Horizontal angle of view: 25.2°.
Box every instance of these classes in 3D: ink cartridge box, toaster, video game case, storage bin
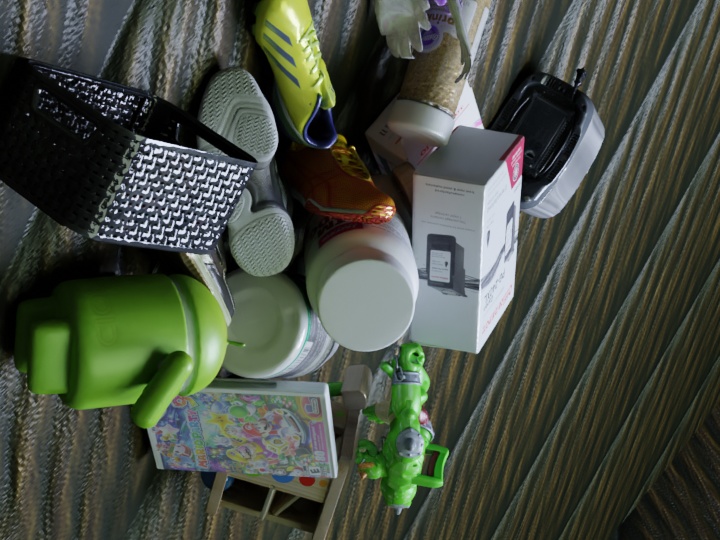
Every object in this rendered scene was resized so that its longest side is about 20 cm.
[{"bbox_3d":[0.114,-0.033,1.723,0.145,0.083,0.202,-50,145,-56],"label":"ink cartridge box"},{"bbox_3d":[0.233,-0.159,2.035,0.201,0.113,0.129,-59,158,1],"label":"toaster"},{"bbox_3d":[-0.127,0.165,1.689,0.144,0.198,0.018,84,11,-46],"label":"video game case"},{"bbox_3d":[-0.196,-0.090,1.330,0.094,0.135,0.200,-61,154,10],"label":"storage bin"},{"bbox_3d":[0.075,-0.152,1.813,0.117,0.067,0.200,-49,154,-12],"label":"ink cartridge box"}]

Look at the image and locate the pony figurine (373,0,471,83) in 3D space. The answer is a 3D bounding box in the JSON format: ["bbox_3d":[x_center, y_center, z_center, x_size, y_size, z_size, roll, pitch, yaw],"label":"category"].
[{"bbox_3d":[0.077,-0.302,1.574,0.199,0.166,0.194,-34,118,-21],"label":"pony figurine"}]

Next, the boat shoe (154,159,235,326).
[{"bbox_3d":[-0.157,-0.025,1.526,0.066,0.071,0.201,-51,139,-23],"label":"boat shoe"}]

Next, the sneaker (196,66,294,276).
[{"bbox_3d":[-0.110,-0.102,1.543,0.114,0.075,0.202,-102,-179,-73],"label":"sneaker"}]

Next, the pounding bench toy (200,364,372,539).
[{"bbox_3d":[-0.084,0.175,1.795,0.124,0.155,0.201,-78,-175,-62],"label":"pounding bench toy"}]

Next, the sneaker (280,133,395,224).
[{"bbox_3d":[-0.027,-0.093,1.585,0.073,0.200,0.078,10,102,-33],"label":"sneaker"}]

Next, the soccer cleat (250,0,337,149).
[{"bbox_3d":[-0.054,-0.194,1.520,0.065,0.083,0.201,-44,152,-25],"label":"soccer cleat"}]

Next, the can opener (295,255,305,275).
[{"bbox_3d":[-0.014,0.003,1.870,0.200,0.052,0.067,12,78,-64],"label":"can opener"}]

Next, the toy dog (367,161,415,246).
[{"bbox_3d":[0.032,-0.046,1.792,0.131,0.097,0.201,-12,131,-15],"label":"toy dog"}]

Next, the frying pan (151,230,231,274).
[{"bbox_3d":[-0.144,-0.014,1.639,0.190,0.031,0.115,-36,149,-31],"label":"frying pan"}]

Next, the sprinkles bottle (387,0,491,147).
[{"bbox_3d":[0.089,-0.233,1.684,0.068,0.068,0.202,36,71,-64],"label":"sprinkles bottle"}]

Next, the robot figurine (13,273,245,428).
[{"bbox_3d":[-0.210,0.063,1.462,0.198,0.175,0.117,-5,114,-27],"label":"robot figurine"}]

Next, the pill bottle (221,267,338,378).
[{"bbox_3d":[-0.086,0.057,1.692,0.114,0.113,0.200,-58,168,3],"label":"pill bottle"}]

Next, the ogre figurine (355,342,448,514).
[{"bbox_3d":[0.046,0.178,1.744,0.200,0.097,0.121,125,-27,-47],"label":"ogre figurine"}]

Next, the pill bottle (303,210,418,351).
[{"bbox_3d":[0.000,0.000,1.619,0.200,0.113,0.114,-101,-145,-70],"label":"pill bottle"}]
